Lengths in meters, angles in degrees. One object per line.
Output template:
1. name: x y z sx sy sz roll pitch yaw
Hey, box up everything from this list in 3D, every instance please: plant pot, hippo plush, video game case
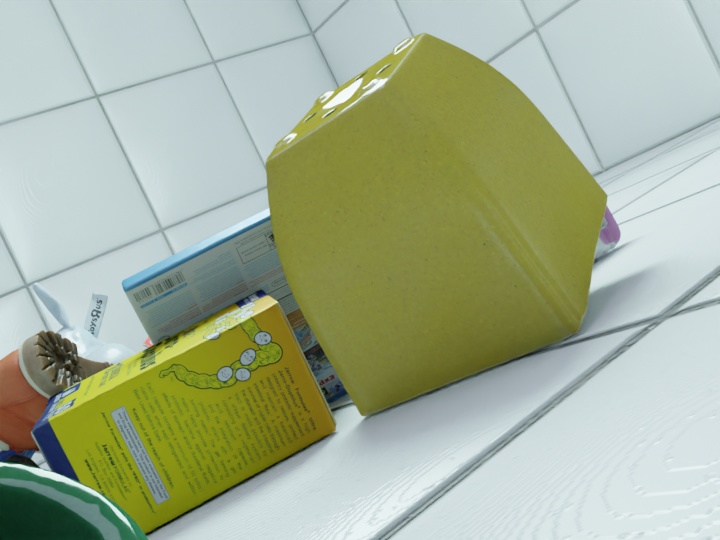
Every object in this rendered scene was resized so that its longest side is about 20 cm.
1. plant pot: 0.043 -0.051 0.682 0.193 0.201 0.196 -26 20 33
2. hippo plush: -0.261 0.127 0.973 0.158 0.203 0.160 12 -7 -40
3. video game case: -0.100 0.060 0.799 0.142 0.202 0.018 -27 32 -10

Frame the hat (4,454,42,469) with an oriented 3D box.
1. hat: -0.306 0.211 0.807 0.199 0.082 0.201 -30 7 4

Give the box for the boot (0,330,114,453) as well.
1. boot: -0.267 0.131 0.825 0.106 0.075 0.200 -31 -38 7

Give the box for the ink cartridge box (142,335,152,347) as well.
1. ink cartridge box: -0.142 0.064 1.087 0.200 0.174 0.045 -74 8 -68

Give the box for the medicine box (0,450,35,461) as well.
1. medicine box: -0.428 0.227 0.866 0.201 0.102 0.182 -59 -10 18

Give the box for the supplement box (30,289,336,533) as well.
1. supplement box: -0.135 0.111 0.714 0.198 0.111 0.109 -27 9 -10

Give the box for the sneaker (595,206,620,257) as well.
1. sneaker: 0.169 -0.016 0.882 0.199 0.081 0.088 -21 -10 -46

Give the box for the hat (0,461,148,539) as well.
1. hat: -0.173 0.195 0.373 0.198 0.178 0.165 21 28 33
